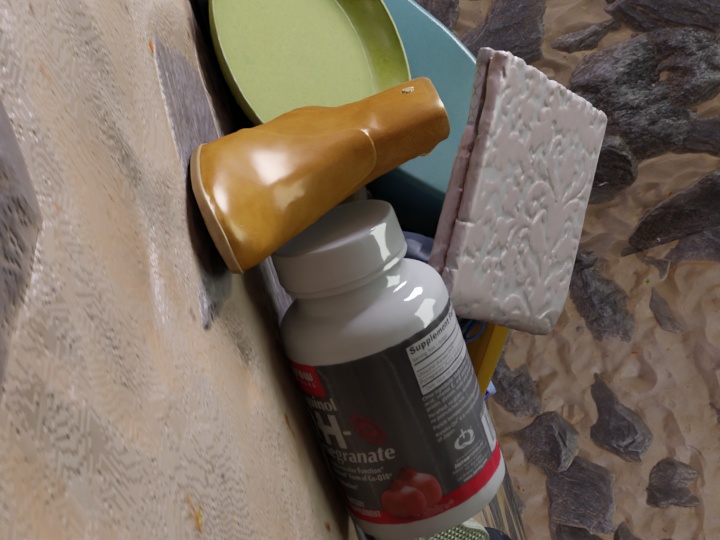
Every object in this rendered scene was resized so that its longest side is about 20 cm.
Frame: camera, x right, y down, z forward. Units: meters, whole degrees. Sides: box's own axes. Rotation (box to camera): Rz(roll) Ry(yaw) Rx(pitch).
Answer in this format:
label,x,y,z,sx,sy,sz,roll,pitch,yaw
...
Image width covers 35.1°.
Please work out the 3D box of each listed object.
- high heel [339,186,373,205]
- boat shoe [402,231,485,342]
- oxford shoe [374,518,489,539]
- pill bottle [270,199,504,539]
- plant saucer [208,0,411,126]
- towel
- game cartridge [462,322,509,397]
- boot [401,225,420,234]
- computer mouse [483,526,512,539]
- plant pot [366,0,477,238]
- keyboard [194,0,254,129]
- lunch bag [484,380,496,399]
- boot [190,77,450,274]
label,x,y,z,sx,sy,sz,roll,pitch,yaw
high heel,0.000,0.000,0.927,0.143,0.071,0.200,63,1,-23
boat shoe,0.071,0.020,0.909,0.200,0.068,0.085,9,95,-62
oxford shoe,0.044,0.197,0.882,0.058,0.075,0.200,27,-11,31
pill bottle,0.014,0.061,0.728,0.111,0.110,0.201,-90,161,-70
plant saucer,-0.039,-0.159,0.833,0.200,0.031,0.201,22,58,-41
towel,0.121,-0.052,0.867,0.200,0.032,0.192,14,89,-56
game cartridge,0.087,0.050,1.149,0.176,0.032,0.201,55,-46,53
boot,0.024,-0.063,1.113,0.168,0.076,0.201,100,-15,-59
computer mouse,0.103,0.264,0.982,0.053,0.138,0.200,54,-1,-3
plant pot,0.040,-0.123,0.957,0.200,0.141,0.141,42,-9,28
keyboard,-0.084,-0.167,0.838,0.104,0.039,0.201,-66,139,-79
lunch bag,0.073,0.083,1.372,0.200,0.094,0.151,61,6,9
boot,-0.017,-0.068,0.670,0.201,0.144,0.071,-87,158,-71
